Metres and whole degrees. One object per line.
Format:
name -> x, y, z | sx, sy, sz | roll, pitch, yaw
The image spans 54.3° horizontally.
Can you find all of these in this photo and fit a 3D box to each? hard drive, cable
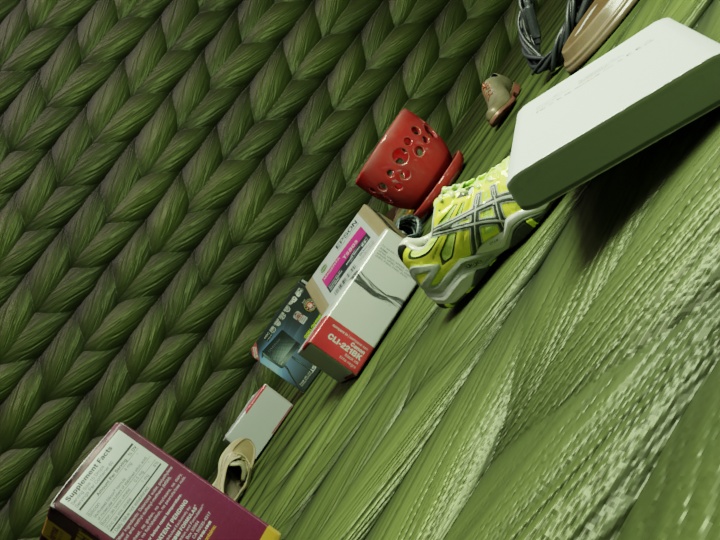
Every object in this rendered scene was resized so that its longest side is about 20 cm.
hard drive -> 0.162, -0.112, 0.466 | 0.132, 0.026, 0.200 | -31, 14, 25
cable -> 0.299, -0.412, 1.116 | 0.163, 0.051, 0.200 | 55, 140, 43

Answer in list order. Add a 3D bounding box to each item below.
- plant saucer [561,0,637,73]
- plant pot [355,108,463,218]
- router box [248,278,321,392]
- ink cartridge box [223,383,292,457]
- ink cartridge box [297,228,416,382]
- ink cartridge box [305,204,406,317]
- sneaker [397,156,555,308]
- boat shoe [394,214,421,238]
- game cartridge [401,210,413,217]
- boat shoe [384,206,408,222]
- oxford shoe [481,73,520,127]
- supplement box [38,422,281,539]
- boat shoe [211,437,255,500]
plant saucer -> 0.334, -0.355, 0.935 | 0.200, 0.029, 0.200 | -55, 3, 4
plant pot -> 0.112, -0.224, 1.554 | 0.201, 0.182, 0.200 | -54, 3, 4
router box -> -0.126, 0.141, 1.522 | 0.200, 0.150, 0.062 | -55, 3, 7
ink cartridge box -> -0.238, 0.349, 1.606 | 0.145, 0.083, 0.200 | -55, 3, -19
ink cartridge box -> 0.003, 0.054, 1.023 | 0.200, 0.084, 0.144 | -56, 2, -17
ink cartridge box -> 0.000, 0.000, 1.261 | 0.200, 0.075, 0.165 | -55, 29, 8
sneaker -> 0.107, -0.054, 0.609 | 0.200, 0.076, 0.075 | -51, 2, 25
boat shoe -> 0.057, -0.039, 1.384 | 0.091, 0.071, 0.200 | -57, -1, 40
game cartridge -> 0.078, -0.075, 1.944 | 0.200, 0.032, 0.176 | -56, 3, -13
boat shoe -> 0.123, -0.164, 2.097 | 0.200, 0.063, 0.073 | -56, 28, 22
oxford shoe -> 0.276, -0.355, 1.452 | 0.070, 0.075, 0.200 | -52, 4, 33
supplement box -> -0.201, 0.267, 0.701 | 0.103, 0.200, 0.131 | -56, 2, -42
boat shoe -> -0.235, 0.383, 1.334 | 0.065, 0.072, 0.200 | -44, 9, 25
